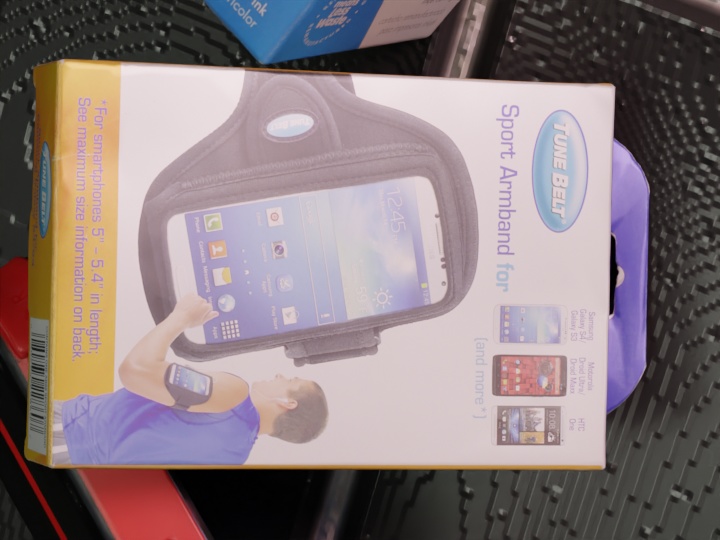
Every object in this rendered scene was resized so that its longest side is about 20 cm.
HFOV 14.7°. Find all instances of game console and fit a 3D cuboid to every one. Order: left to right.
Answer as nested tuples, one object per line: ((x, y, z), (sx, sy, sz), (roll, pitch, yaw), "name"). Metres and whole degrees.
((-0.076, 0.100, 0.925), (0.031, 0.177, 0.201), (-28, 82, -15), "game console")

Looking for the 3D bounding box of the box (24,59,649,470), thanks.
((0.000, 0.000, 0.845), (0.199, 0.041, 0.120), (1, 91, -16), "box")

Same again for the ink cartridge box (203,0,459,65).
((0.035, -0.157, 0.828), (0.067, 0.116, 0.200), (48, 117, 13), "ink cartridge box")
